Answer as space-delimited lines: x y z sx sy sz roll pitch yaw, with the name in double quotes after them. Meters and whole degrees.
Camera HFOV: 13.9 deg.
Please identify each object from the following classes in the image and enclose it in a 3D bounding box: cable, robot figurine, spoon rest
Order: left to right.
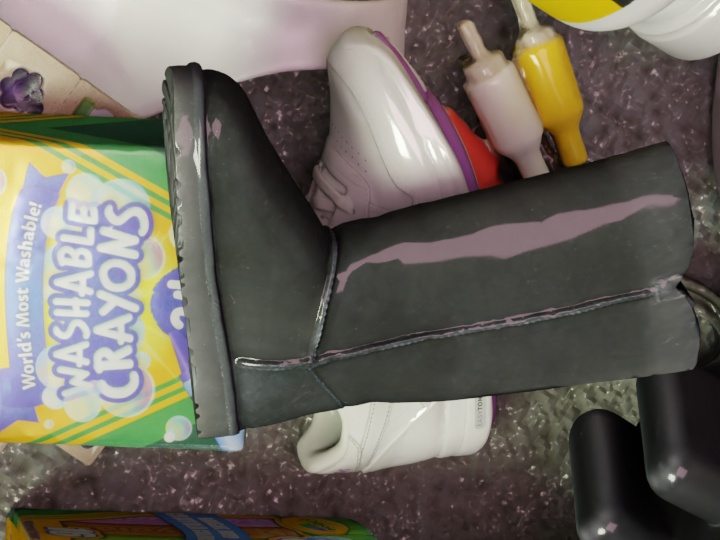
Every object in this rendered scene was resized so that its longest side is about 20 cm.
-0.074 -0.103 1.212 0.200 0.061 0.100 0 98 -12 "spoon rest"
0.084 -0.016 1.257 0.097 0.050 0.200 -37 100 -3 "cable"
0.178 0.114 1.215 0.200 0.150 0.125 31 75 -27 "robot figurine"

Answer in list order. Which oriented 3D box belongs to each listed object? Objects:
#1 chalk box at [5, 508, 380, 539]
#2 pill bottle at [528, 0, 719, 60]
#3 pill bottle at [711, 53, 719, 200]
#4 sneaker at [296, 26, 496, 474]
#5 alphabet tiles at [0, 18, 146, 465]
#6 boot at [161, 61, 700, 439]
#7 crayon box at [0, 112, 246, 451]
-0.045 0.170 1.216 0.200 0.124 0.125 4 94 -13 "chalk box"
0.081 -0.167 1.192 0.200 0.112 0.113 29 90 -31 "pill bottle"
0.259 -0.063 1.256 0.200 0.114 0.114 0 96 -11 "pill bottle"
0.000 0.000 1.206 0.099 0.075 0.200 -15 118 -13 "sneaker"
-0.159 0.009 1.213 0.167 0.008 0.200 36 101 -13 "alphabet tiles"
0.029 -0.019 1.127 0.200 0.066 0.165 -7 129 -4 "boot"
-0.143 0.003 1.183 0.200 0.052 0.126 2 106 -5 "crayon box"
